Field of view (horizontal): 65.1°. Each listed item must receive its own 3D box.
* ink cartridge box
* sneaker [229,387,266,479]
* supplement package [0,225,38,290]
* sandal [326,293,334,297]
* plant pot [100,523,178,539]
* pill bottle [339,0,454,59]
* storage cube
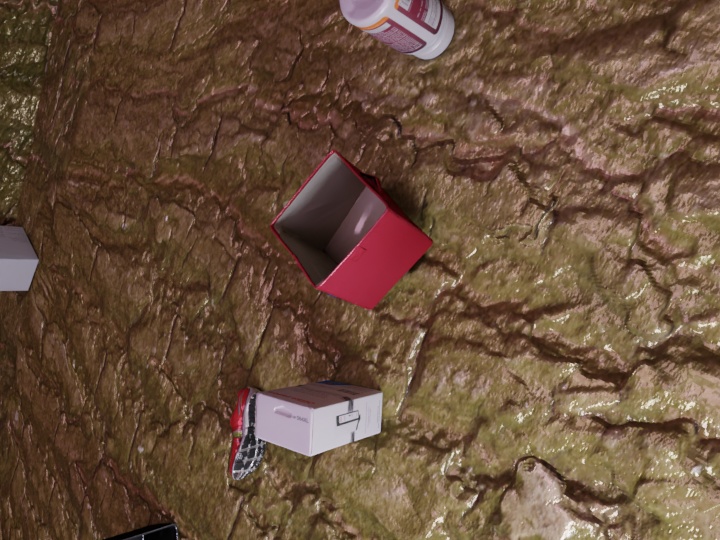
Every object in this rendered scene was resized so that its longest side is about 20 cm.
[{"bbox_3d":[-0.075,0.263,1.037,0.145,0.199,0.085,3,91,39],"label":"ink cartridge box"},{"bbox_3d":[-0.260,0.365,1.274,0.084,0.077,0.202,5,82,44],"label":"sneaker"},{"bbox_3d":[-1.308,-0.046,2.069,0.200,0.151,0.151,47,117,29],"label":"supplement package"},{"bbox_3d":[0.000,-0.001,1.084,0.199,0.043,0.077,-23,75,36],"label":"sandal"},{"bbox_3d":[-0.595,0.771,1.462,0.177,0.199,0.202,-13,81,51],"label":"plant pot"},{"bbox_3d":[0.068,-0.432,0.940,0.113,0.199,0.115,-2,87,38],"label":"pill bottle"},{"bbox_3d":[-0.011,-0.065,0.981,0.200,0.179,0.171,-47,57,11],"label":"storage cube"}]
